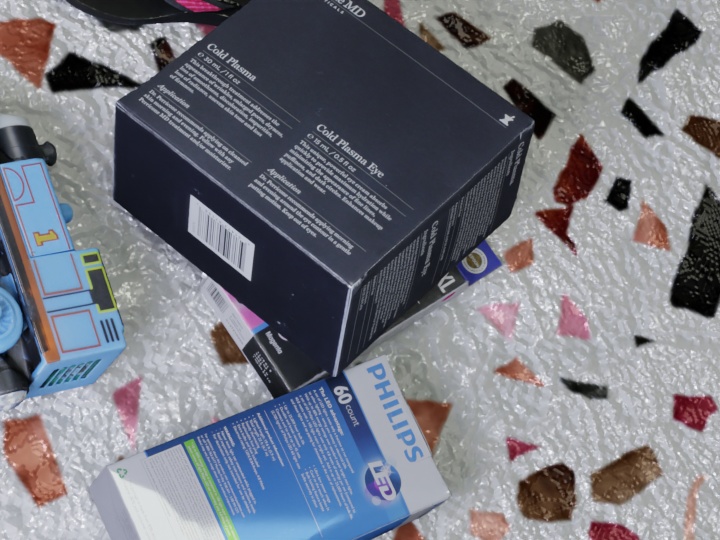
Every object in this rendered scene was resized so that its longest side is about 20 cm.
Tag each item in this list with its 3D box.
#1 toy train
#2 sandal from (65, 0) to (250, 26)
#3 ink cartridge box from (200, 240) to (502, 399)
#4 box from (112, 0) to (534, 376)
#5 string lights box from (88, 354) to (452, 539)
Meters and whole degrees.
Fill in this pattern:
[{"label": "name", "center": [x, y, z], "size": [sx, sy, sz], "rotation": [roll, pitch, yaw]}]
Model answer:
[{"label": "toy train", "center": [-0.224, -0.012, 1.359], "size": [0.114, 0.087, 0.201], "rotation": [-11, 71, -32]}, {"label": "sandal", "center": [-0.111, -0.200, 1.490], "size": [0.199, 0.045, 0.075], "rotation": [8, 67, -17]}, {"label": "ink cartridge box", "center": [0.000, 0.000, 1.460], "size": [0.200, 0.037, 0.095], "rotation": [-31, 82, -29]}, {"label": "box", "center": [-0.025, -0.069, 1.404], "size": [0.200, 0.104, 0.182], "rotation": [38, 59, 18]}, {"label": "string lights box", "center": [-0.055, 0.138, 1.371], "size": [0.199, 0.059, 0.103], "rotation": [-20, 78, -25]}]
